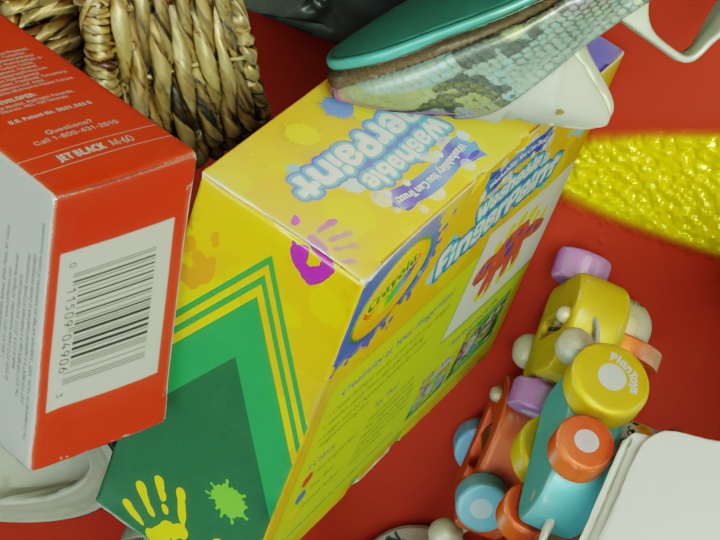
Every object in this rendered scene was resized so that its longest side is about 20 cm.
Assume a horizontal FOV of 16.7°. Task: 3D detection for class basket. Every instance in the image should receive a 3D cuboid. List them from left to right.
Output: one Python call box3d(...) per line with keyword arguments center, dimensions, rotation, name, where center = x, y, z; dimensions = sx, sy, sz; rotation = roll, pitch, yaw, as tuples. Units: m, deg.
box3d(center=(-0.135, -0.118, 0.927), dimensions=(0.143, 0.149, 0.200), rotation=(-157, 49, -69), name="basket")

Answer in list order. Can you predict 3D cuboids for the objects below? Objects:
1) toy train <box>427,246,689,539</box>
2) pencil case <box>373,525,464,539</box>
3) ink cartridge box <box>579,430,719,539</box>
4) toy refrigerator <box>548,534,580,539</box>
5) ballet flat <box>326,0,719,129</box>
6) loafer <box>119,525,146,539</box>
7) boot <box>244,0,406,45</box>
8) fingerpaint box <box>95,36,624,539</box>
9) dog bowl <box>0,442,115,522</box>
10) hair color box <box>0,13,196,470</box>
box3d(center=(0.079, 0.077, 0.953), dimensions=(0.056, 0.200, 0.150), rotation=(20, 106, -6), name="toy train")
box3d(center=(0.005, 0.193, 1.031), dimensions=(0.078, 0.200, 0.090), rotation=(21, 119, 5), name="pencil case")
box3d(center=(0.164, 0.158, 0.862), dimensions=(0.145, 0.083, 0.200), rotation=(10, 144, 29), name="ink cartridge box")
box3d(center=(0.075, 0.187, 0.977), dimensions=(0.070, 0.200, 0.076), rotation=(13, 124, 12), name="toy refrigerator")
box3d(center=(0.087, -0.094, 0.842), dimensions=(0.200, 0.069, 0.071), rotation=(-32, 112, 2), name="ballet flat")
box3d(center=(-0.071, 0.107, 1.075), dimensions=(0.070, 0.070, 0.200), rotation=(-20, 75, 44), name="loafer")
box3d(center=(-0.022, -0.194, 0.913), dimensions=(0.165, 0.066, 0.200), rotation=(35, 135, 14), name="boot")
box3d(center=(0.000, 0.000, 0.918), dimensions=(0.073, 0.200, 0.167), rotation=(33, 131, 14), name="fingerpaint box")
box3d(center=(-0.195, 0.041, 1.107), dimensions=(0.200, 0.074, 0.200), rotation=(10, 152, 5), name="dog bowl")
box3d(center=(-0.146, -0.032, 0.866), dimensions=(0.200, 0.064, 0.111), rotation=(35, 130, 35), name="hair color box")
